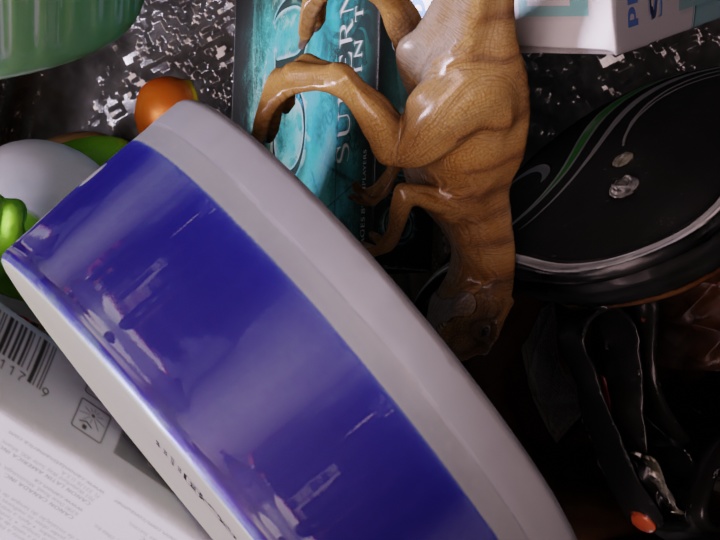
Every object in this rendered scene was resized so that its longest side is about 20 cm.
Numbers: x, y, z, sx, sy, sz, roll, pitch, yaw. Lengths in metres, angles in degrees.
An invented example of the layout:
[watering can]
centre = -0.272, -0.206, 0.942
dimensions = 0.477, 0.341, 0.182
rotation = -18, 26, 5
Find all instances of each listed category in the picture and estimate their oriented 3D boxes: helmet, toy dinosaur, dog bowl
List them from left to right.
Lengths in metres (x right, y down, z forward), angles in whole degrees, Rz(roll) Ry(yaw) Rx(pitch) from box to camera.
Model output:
[dog bowl]
centre = -0.022, 0.047, 0.794
dimensions = 0.079, 0.200, 0.200
rotation = -39, 86, -8
[toy dinosaur]
centre = 0.027, -0.061, 0.752
dimensions = 0.106, 0.060, 0.200
rotation = 18, 136, 13
[helmet]
centre = 0.134, 0.019, 0.872
dimensions = 0.200, 0.191, 0.200
rotation = 37, 143, 35

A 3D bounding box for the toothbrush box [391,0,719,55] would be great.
[toothbrush box]
centre = 0.088, -0.158, 0.832
dimensions = 0.085, 0.200, 0.147
rotation = 4, 104, 33

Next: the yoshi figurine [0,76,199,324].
[yoshi figurine]
centre = -0.152, -0.032, 0.929
dimensions = 0.200, 0.112, 0.112
rotation = -12, 73, -9

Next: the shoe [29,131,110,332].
[shoe]
centre = -0.154, 0.024, 1.006
dimensions = 0.053, 0.200, 0.070
rotation = 26, 155, 39

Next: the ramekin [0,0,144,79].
[ramekin]
centre = -0.172, -0.141, 0.955
dimensions = 0.200, 0.200, 0.098
rotation = 9, 115, 20

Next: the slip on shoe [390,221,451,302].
[slip on shoe]
centre = 0.000, 0.000, 0.991
dimensions = 0.076, 0.061, 0.200
rotation = -11, 99, 24

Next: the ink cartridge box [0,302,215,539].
[ink cartridge box]
centre = -0.159, 0.095, 0.940
dimensions = 0.162, 0.057, 0.200
rotation = 35, 135, -18

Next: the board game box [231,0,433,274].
[board game box]
centre = -0.010, -0.097, 0.914
dimensions = 0.135, 0.028, 0.200
rotation = 175, 99, -65
